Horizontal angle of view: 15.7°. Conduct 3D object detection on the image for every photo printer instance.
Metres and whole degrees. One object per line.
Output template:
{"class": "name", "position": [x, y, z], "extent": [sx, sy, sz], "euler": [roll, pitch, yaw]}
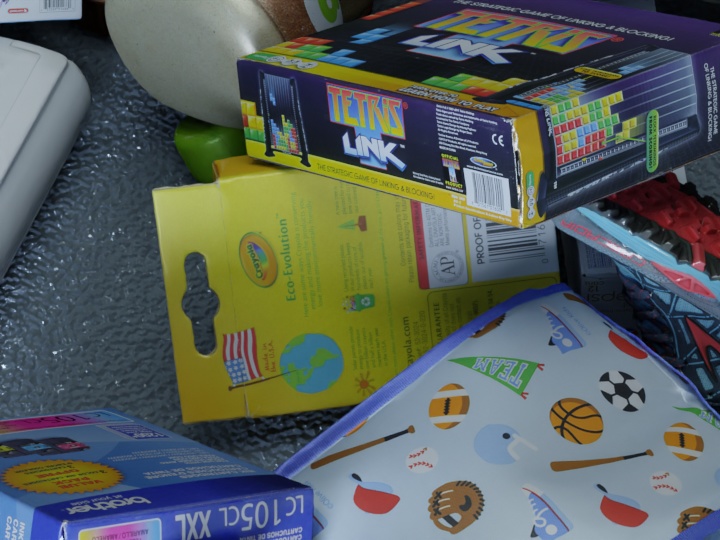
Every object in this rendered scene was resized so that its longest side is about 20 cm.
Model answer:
{"class": "photo printer", "position": [-0.255, -0.043, 1.394], "extent": [0.166, 0.070, 0.201], "euler": [12, 53, 14]}

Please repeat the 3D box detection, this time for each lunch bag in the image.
{"class": "lunch bag", "position": [0.082, 0.117, 1.229], "extent": [0.200, 0.124, 0.170], "euler": [-39, 60, -16]}

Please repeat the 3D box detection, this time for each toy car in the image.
{"class": "toy car", "position": [-0.027, -0.164, 1.394], "extent": [0.200, 0.165, 0.158], "euler": [-38, 26, -24]}

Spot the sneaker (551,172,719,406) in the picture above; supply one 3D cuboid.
{"class": "sneaker", "position": [0.165, 0.027, 1.278], "extent": [0.199, 0.096, 0.079], "euler": [32, 25, -13]}

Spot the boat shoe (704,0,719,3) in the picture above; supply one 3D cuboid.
{"class": "boat shoe", "position": [0.160, -0.194, 1.503], "extent": [0.199, 0.060, 0.076], "euler": [23, 57, 36]}

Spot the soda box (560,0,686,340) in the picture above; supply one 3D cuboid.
{"class": "soda box", "position": [0.135, -0.058, 1.394], "extent": [0.063, 0.068, 0.201], "euler": [-3, 52, 0]}

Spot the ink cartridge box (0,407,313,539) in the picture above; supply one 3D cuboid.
{"class": "ink cartridge box", "position": [-0.114, 0.123, 1.177], "extent": [0.136, 0.077, 0.200], "euler": [-5, 15, -39]}

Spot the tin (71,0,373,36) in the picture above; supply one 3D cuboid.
{"class": "tin", "position": [-0.088, -0.175, 1.513], "extent": [0.199, 0.042, 0.112], "euler": [14, 58, 12]}

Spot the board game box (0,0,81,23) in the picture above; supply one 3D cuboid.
{"class": "board game box", "position": [-0.267, -0.165, 1.442], "extent": [0.199, 0.034, 0.134], "euler": [-5, 20, -22]}

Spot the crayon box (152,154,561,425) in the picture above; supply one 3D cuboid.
{"class": "crayon box", "position": [0.000, 0.000, 1.318], "extent": [0.199, 0.128, 0.051], "euler": [-7, 14, -4]}

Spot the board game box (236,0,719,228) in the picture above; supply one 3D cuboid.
{"class": "board game box", "position": [0.065, -0.085, 1.261], "extent": [0.165, 0.057, 0.200], "euler": [-23, 26, -36]}
